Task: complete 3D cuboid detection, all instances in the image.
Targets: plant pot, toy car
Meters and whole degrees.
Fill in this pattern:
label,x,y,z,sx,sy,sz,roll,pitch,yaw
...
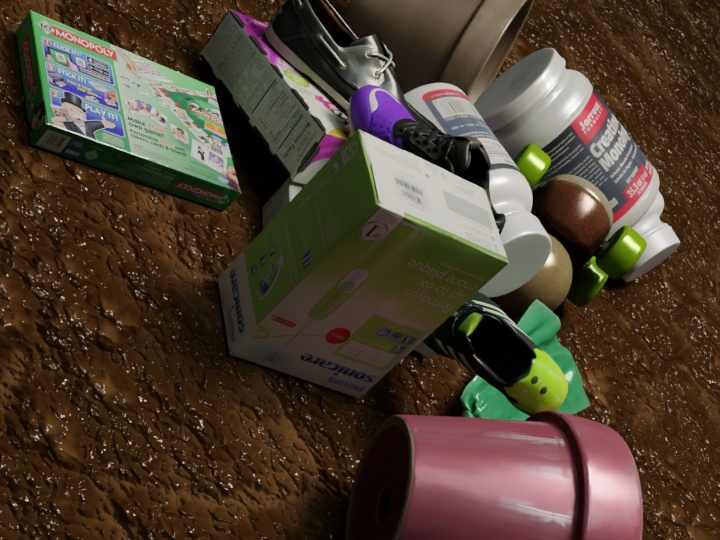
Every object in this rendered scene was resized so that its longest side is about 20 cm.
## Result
label,x,y,z,sx,sy,sz,roll,pitch,yaw
plant pot,0.077,-0.269,1.593,0.172,0.201,0.200,32,31,6
plant pot,0.092,0.195,1.086,0.177,0.201,0.202,17,40,-17
toy car,0.172,0.003,1.476,0.164,0.158,0.201,39,59,-2

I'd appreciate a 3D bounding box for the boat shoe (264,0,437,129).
label,x,y,z,sx,sy,sz,roll,pitch,yaw
boat shoe,0.001,-0.188,1.333,0.200,0.068,0.072,42,21,3

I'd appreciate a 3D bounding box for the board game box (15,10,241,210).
label,x,y,z,sx,sy,sz,roll,pitch,yaw
board game box,-0.201,-0.137,1.229,0.198,0.029,0.136,19,41,-39

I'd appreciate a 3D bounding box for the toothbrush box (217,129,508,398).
label,x,y,z,sx,sy,sz,roll,pitch,yaw
toothbrush box,-0.001,0.000,1.157,0.144,0.200,0.087,22,40,-36

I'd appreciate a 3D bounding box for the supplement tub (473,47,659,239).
label,x,y,z,sx,sy,sz,roll,pitch,yaw
supplement tub,0.227,-0.132,1.577,0.200,0.140,0.141,49,30,-17

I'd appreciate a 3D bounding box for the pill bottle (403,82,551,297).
label,x,y,z,sx,sy,sz,roll,pitch,yaw
pill bottle,0.100,-0.076,1.391,0.119,0.120,0.201,9,40,-46

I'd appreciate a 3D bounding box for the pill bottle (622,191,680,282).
label,x,y,z,sx,sy,sz,roll,pitch,yaw
pill bottle,0.299,-0.091,1.719,0.112,0.112,0.201,-12,65,-55

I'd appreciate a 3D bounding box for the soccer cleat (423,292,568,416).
label,x,y,z,sx,sy,sz,roll,pitch,yaw
soccer cleat,0.099,0.052,1.197,0.200,0.068,0.081,38,-7,44

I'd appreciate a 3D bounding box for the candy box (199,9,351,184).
label,x,y,z,sx,sy,sz,roll,pitch,yaw
candy box,-0.052,-0.157,1.359,0.135,0.061,0.201,13,33,-49

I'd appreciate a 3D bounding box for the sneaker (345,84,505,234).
label,x,y,z,sx,sy,sz,roll,pitch,yaw
sneaker,0.067,-0.096,1.240,0.069,0.100,0.202,-17,69,-42

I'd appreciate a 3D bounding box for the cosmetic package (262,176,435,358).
label,x,y,z,sx,sy,sz,roll,pitch,yaw
cosmetic package,0.000,0.000,1.304,0.199,0.051,0.083,30,31,-26

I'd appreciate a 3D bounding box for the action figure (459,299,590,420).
label,x,y,z,sx,sy,sz,roll,pitch,yaw
action figure,0.141,0.119,1.337,0.199,0.054,0.119,-31,90,-50
